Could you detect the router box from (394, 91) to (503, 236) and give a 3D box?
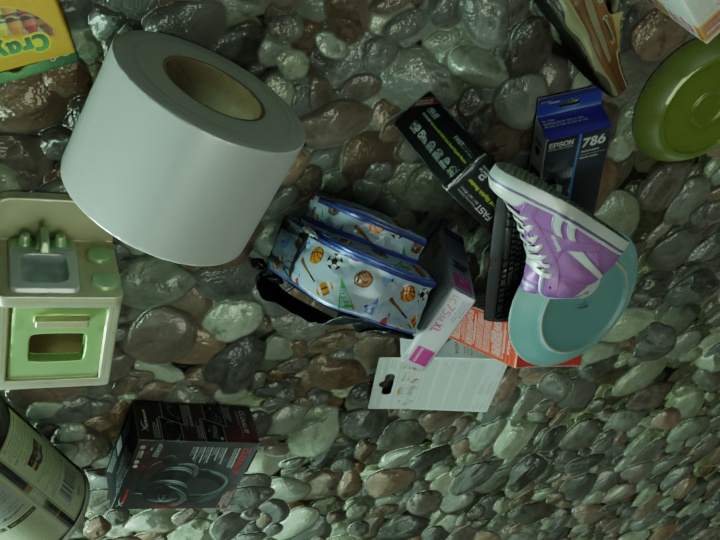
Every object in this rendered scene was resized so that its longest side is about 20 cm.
[{"bbox_3d":[0.144,-0.108,1.024,0.062,0.150,0.200,-42,134,12],"label":"router box"}]

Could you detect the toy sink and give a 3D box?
[{"bbox_3d":[-0.341,0.028,0.943,0.130,0.112,0.201,1,128,-27],"label":"toy sink"}]

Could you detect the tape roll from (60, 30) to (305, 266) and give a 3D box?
[{"bbox_3d":[-0.172,-0.121,0.829,0.202,0.203,0.139,16,122,-35],"label":"tape roll"}]

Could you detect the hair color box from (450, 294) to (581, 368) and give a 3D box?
[{"bbox_3d":[0.204,0.081,1.184,0.110,0.200,0.064,1,100,-26],"label":"hair color box"}]

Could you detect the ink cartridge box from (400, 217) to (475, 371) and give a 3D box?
[{"bbox_3d":[0.093,0.025,1.087,0.042,0.200,0.120,26,116,-15],"label":"ink cartridge box"}]

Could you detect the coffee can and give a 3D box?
[{"bbox_3d":[-0.458,0.261,1.069,0.146,0.147,0.200,-26,135,-2],"label":"coffee can"}]

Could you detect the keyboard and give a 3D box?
[{"bbox_3d":[0.211,-0.021,1.012,0.127,0.021,0.201,-15,132,-16],"label":"keyboard"}]

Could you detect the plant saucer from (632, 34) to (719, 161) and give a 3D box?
[{"bbox_3d":[0.469,-0.228,1.157,0.199,0.031,0.201,-13,133,-15],"label":"plant saucer"}]

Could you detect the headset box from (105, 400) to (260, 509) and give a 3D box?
[{"bbox_3d":[-0.250,0.271,1.227,0.199,0.077,0.149,10,124,-30],"label":"headset box"}]

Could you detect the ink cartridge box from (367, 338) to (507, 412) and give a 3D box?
[{"bbox_3d":[0.119,0.161,1.318,0.199,0.057,0.163,5,141,-3],"label":"ink cartridge box"}]

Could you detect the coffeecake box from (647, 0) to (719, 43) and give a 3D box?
[{"bbox_3d":[0.310,-0.354,0.883,0.073,0.154,0.200,-42,134,15],"label":"coffeecake box"}]

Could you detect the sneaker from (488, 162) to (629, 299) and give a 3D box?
[{"bbox_3d":[0.197,-0.031,0.929,0.200,0.073,0.114,30,107,-26],"label":"sneaker"}]

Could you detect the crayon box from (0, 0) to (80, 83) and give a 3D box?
[{"bbox_3d":[-0.336,-0.247,0.746,0.126,0.051,0.201,-19,135,-10],"label":"crayon box"}]

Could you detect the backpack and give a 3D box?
[{"bbox_3d":[0.000,0.000,1.026,0.199,0.190,0.155,13,106,-33],"label":"backpack"}]

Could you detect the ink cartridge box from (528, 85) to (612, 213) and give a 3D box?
[{"bbox_3d":[0.277,-0.145,1.135,0.099,0.039,0.201,-15,133,-12],"label":"ink cartridge box"}]

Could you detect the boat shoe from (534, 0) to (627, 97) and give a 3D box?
[{"bbox_3d":[0.273,-0.283,0.986,0.074,0.076,0.200,-41,134,9],"label":"boat shoe"}]

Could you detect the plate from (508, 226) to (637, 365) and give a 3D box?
[{"bbox_3d":[0.272,0.040,1.048,0.199,0.026,0.201,-14,125,-21],"label":"plate"}]
